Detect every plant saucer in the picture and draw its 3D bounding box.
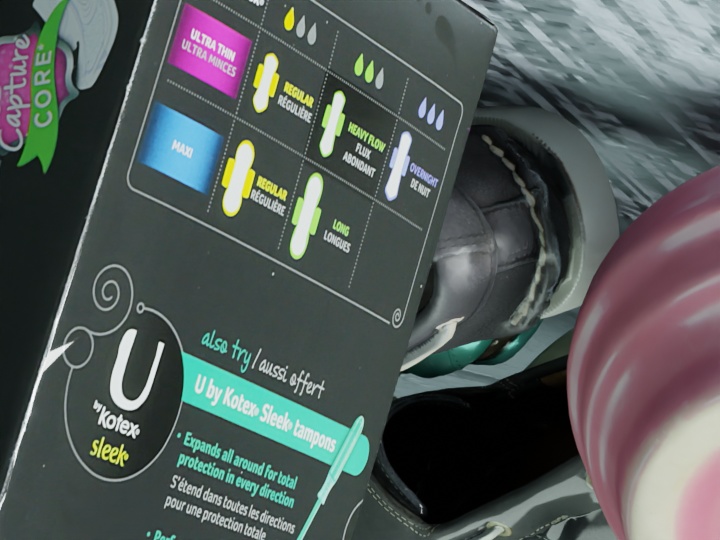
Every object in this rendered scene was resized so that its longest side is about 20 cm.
[{"bbox_3d":[0.138,0.056,0.679,0.200,0.051,0.201,16,142,13],"label":"plant saucer"}]

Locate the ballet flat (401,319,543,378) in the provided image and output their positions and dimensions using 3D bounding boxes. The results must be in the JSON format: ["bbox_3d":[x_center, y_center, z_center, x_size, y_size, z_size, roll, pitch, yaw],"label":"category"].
[{"bbox_3d":[0.000,0.000,0.878,0.070,0.068,0.200,33,166,-8],"label":"ballet flat"}]

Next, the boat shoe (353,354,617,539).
[{"bbox_3d":[0.016,0.056,0.827,0.199,0.072,0.068,-7,140,37],"label":"boat shoe"}]

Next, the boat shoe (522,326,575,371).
[{"bbox_3d":[0.065,0.071,0.882,0.072,0.201,0.060,55,-158,20],"label":"boat shoe"}]

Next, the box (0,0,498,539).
[{"bbox_3d":[-0.083,0.012,0.626,0.148,0.201,0.124,11,171,34],"label":"box"}]

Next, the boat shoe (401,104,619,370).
[{"bbox_3d":[-0.022,0.001,0.767,0.060,0.074,0.199,-17,-172,-40],"label":"boat shoe"}]
